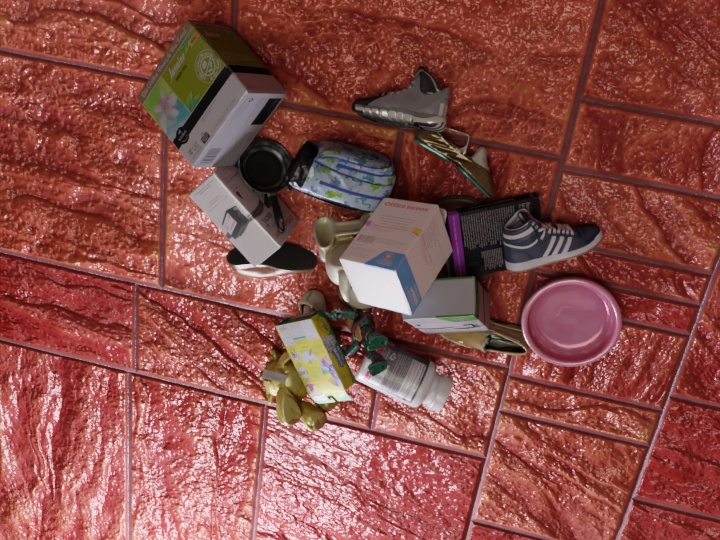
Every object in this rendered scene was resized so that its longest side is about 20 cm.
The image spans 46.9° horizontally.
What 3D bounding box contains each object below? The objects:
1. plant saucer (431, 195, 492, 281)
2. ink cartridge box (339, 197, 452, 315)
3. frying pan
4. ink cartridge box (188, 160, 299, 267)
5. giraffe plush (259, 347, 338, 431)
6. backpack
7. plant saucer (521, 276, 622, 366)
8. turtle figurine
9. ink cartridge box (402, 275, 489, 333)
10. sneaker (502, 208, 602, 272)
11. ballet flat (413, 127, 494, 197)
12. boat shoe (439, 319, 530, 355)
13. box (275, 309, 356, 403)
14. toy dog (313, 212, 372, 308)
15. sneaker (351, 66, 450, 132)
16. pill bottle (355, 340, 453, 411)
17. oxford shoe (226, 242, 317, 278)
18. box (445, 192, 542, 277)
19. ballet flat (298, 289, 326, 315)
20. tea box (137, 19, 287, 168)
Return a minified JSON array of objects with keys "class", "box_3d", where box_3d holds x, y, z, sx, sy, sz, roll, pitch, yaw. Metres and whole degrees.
[{"class":"plant saucer","box_3d":[0.203,-0.057,1.711,0.200,0.029,0.200,6,116,12]},{"class":"ink cartridge box","box_3d":[0.078,-0.039,1.581,0.128,0.200,0.125,13,142,34]},{"class":"frying pan","box_3d":[-0.174,-0.180,1.703,0.190,0.115,0.031,57,157,-5]},{"class":"ink cartridge box","box_3d":[-0.235,-0.128,1.717,0.084,0.145,0.200,-36,103,25]},{"class":"giraffe plush","box_3d":[-0.161,0.257,1.885,0.200,0.162,0.173,35,77,-22]},{"class":"backpack","box_3d":[-0.031,-0.186,1.638,0.200,0.163,0.154,32,103,-11]},{"class":"plant saucer","box_3d":[0.433,0.100,1.712,0.200,0.051,0.201,4,114,9]},{"class":"turtle figurine","box_3d":[-0.012,0.128,1.756,0.101,0.200,0.150,-33,130,-14]},{"class":"ink cartridge box","box_3d":[0.177,0.073,1.678,0.146,0.200,0.085,-4,76,17]},{"class":"sneaker","box_3d":[0.369,-0.076,1.608,0.200,0.070,0.109,-19,115,-2]},{"class":"ballet flat","box_3d":[0.198,-0.227,1.618,0.200,0.068,0.072,37,99,-1]},{"class":"boat shoe","box_3d":[0.261,0.142,1.764,0.200,0.076,0.072,5,116,12]},{"class":"box","box_3d":[-0.089,0.188,1.760,0.117,0.048,0.200,-13,104,42]},{"class":"toy dog","box_3d":[0.000,0.000,1.709,0.139,0.194,0.200,-13,146,5]},{"class":"sneaker","box_3d":[0.084,-0.336,1.593,0.200,0.075,0.116,15,91,24]},{"class":"pill bottle","box_3d":[0.099,0.232,1.829,0.200,0.111,0.111,26,118,1]},{"class":"oxford shoe","box_3d":[-0.187,-0.014,1.817,0.200,0.071,0.071,2,144,12]},{"class":"box","box_3d":[0.264,-0.066,1.651,0.200,0.036,0.143,-11,113,-3]},{"class":"ballet flat","box_3d":[-0.101,0.141,1.860,0.069,0.069,0.200,-4,114,16]},{"class":"tea box","box_3d":[-0.288,-0.338,1.604,0.197,0.134,0.200,50,118,14]}]
